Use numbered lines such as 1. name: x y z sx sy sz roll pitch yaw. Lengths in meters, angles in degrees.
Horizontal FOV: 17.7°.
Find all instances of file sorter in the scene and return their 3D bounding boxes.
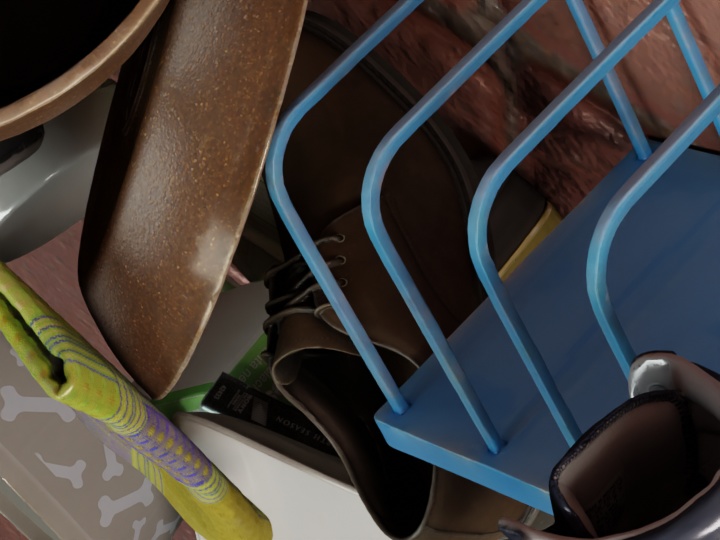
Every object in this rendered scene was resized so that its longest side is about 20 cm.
1. file sorter: 0.089 -0.012 0.649 0.200 0.139 0.123 19 147 50

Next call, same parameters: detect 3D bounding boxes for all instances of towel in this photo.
1. towel: -0.104 0.029 0.782 0.144 0.023 0.200 41 173 24

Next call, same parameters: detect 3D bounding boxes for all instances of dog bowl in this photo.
1. dog bowl: -0.153 0.059 0.994 0.200 0.059 0.200 42 166 13

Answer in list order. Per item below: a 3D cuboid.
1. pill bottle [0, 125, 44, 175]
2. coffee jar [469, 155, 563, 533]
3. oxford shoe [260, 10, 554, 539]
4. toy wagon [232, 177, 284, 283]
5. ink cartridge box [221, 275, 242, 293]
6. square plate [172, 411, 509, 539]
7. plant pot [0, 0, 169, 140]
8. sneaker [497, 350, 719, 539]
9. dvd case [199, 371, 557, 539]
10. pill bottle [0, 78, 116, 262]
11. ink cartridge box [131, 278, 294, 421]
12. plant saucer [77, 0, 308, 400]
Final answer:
1. pill bottle: -0.204 -0.113 0.842 0.201 0.106 0.106 64 157 -10
2. coffee jar: 0.074 0.050 0.883 0.200 0.085 0.104 46 152 -10
3. oxford shoe: 0.000 0.000 0.777 0.073 0.084 0.201 -40 69 41
4. toy wagon: -0.036 -0.037 0.993 0.155 0.040 0.200 32 158 28
5. ink cartridge box: 0.007 0.076 1.138 0.145 0.048 0.200 33 153 26
6. square plate: 0.028 0.144 0.887 0.199 0.028 0.199 19 140 24
7. plant pot: -0.129 -0.113 0.699 0.187 0.187 0.200 42 175 3
8. sneaker: 0.064 0.086 0.583 0.109 0.070 0.200 48 151 -11
9. dvd case: 0.025 0.130 0.917 0.199 0.022 0.146 24 142 16
10. pill bottle: -0.180 -0.108 0.965 0.200 0.116 0.116 53 162 8
11. ink cartridge box: 0.001 0.101 1.017 0.200 0.084 0.145 46 157 -12
12. plant saucer: -0.056 -0.059 0.752 0.036 0.202 0.200 15 164 -11
